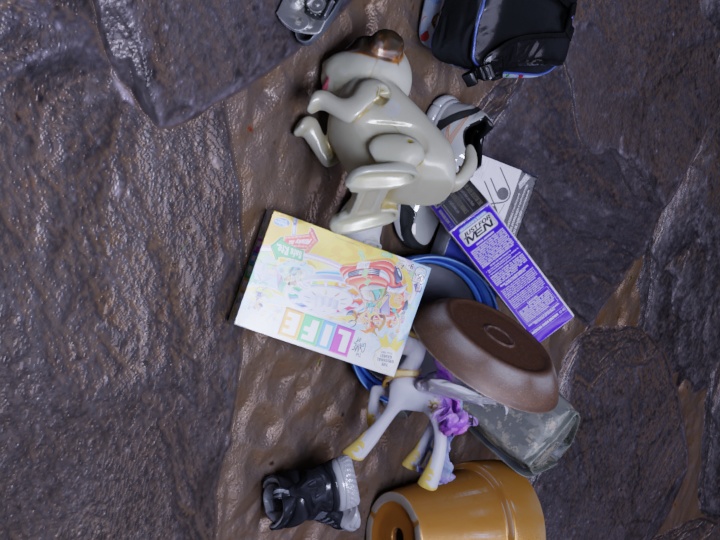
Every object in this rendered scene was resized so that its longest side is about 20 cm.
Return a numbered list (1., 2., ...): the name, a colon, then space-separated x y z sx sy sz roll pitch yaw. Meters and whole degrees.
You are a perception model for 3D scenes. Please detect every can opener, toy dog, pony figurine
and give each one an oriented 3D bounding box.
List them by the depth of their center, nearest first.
1. can opener: -0.029 -0.341 1.379 0.067 0.053 0.200 76 39 -79
2. toy dog: 0.024 -0.169 1.400 0.194 0.200 0.140 -13 158 -9
3. pony figurine: 0.089 0.153 1.509 0.167 0.193 0.200 -16 125 -71

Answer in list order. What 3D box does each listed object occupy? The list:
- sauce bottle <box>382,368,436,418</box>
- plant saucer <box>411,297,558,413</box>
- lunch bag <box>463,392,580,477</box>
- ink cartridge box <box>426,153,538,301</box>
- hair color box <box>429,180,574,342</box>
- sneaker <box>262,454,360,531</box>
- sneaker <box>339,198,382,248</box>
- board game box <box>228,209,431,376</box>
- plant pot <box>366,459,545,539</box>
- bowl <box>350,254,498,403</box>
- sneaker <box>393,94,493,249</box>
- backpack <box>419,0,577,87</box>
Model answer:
1. sauce bottle: 0.099 0.107 1.681 0.200 0.066 0.066 -50 136 -21
2. plant saucer: 0.154 0.088 1.478 0.200 0.200 0.037 5 123 -50
3. lunch bag: 0.207 0.192 1.722 0.118 0.164 0.200 -47 161 -3
4. ink cartridge box: 0.151 -0.044 1.638 0.094 0.044 0.200 19 92 -22
5. hair color box: 0.171 -0.015 1.556 0.065 0.109 0.200 -36 116 4
6. sneaker: -0.061 0.281 1.550 0.114 0.076 0.200 -11 157 -6
7. sneaker: 0.000 0.000 1.509 0.070 0.080 0.200 21 87 -49
8. board game box: -0.033 0.027 1.434 0.200 0.034 0.135 19 89 -19
9. plant pot: 0.116 0.359 1.711 0.183 0.200 0.200 4 101 -35
10. bowl: 0.075 0.074 1.589 0.200 0.039 0.201 -5 107 -17
11. sneaker: 0.102 -0.120 1.584 0.074 0.080 0.200 15 94 -53
12. backpack: 0.174 -0.319 1.535 0.190 0.154 0.200 5 106 -42
